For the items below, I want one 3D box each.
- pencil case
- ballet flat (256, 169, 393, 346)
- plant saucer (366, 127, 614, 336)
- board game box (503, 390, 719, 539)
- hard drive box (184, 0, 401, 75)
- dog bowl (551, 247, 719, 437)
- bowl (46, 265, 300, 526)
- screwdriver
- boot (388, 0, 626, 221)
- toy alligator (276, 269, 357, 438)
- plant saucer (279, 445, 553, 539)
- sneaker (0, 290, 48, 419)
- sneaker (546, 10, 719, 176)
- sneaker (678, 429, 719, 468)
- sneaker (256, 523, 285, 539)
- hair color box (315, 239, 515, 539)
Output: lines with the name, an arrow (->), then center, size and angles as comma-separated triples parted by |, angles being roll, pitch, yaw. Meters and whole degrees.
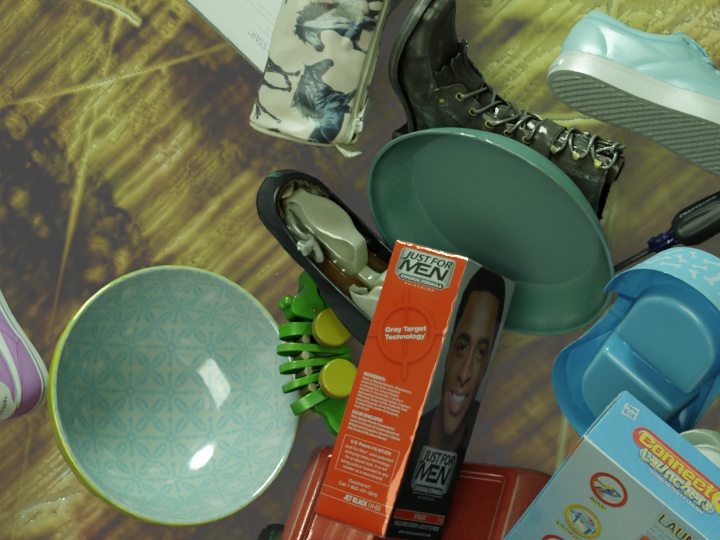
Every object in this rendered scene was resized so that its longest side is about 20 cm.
pencil case -> -0.012, -0.184, 1.317 | 0.089, 0.078, 0.201 | 20, 103, 13
ballet flat -> 0.000, 0.000, 1.377 | 0.200, 0.073, 0.073 | 46, 106, 1
plant saucer -> 0.099, -0.035, 1.339 | 0.199, 0.036, 0.200 | 23, 145, 17
board game box -> 0.199, 0.209, 1.232 | 0.200, 0.056, 0.196 | 40, 139, 10
hard drive box -> -0.035, -0.254, 1.400 | 0.156, 0.077, 0.200 | 44, 105, 11
dog bowl -> 0.210, 0.060, 1.297 | 0.111, 0.050, 0.200 | 41, 142, 11
bowl -> -0.158, 0.102, 1.437 | 0.108, 0.199, 0.201 | -23, 84, 62
screwdriver -> 0.200, -0.011, 1.366 | 0.199, 0.028, 0.029 | -26, 55, 25
boot -> 0.111, -0.109, 1.334 | 0.173, 0.069, 0.201 | 21, 140, 20
toy alligator -> -0.041, 0.042, 1.419 | 0.054, 0.059, 0.201 | -5, 79, -18
plant saucer -> 0.026, 0.210, 1.360 | 0.199, 0.200, 0.037 | 4, 139, 19
sneaker -> -0.342, 0.038, 1.508 | 0.073, 0.114, 0.201 | -46, 77, 18
sneaker -> 0.238, -0.131, 1.318 | 0.199, 0.074, 0.082 | 25, 69, 0
sneaker -> 0.269, 0.210, 1.283 | 0.074, 0.089, 0.200 | -30, 116, 20
sneaker -> -0.050, 0.274, 1.391 | 0.082, 0.073, 0.201 | -4, 49, 17
hair color box -> 0.041, 0.088, 1.312 | 0.061, 0.101, 0.201 | 15, 87, 27
